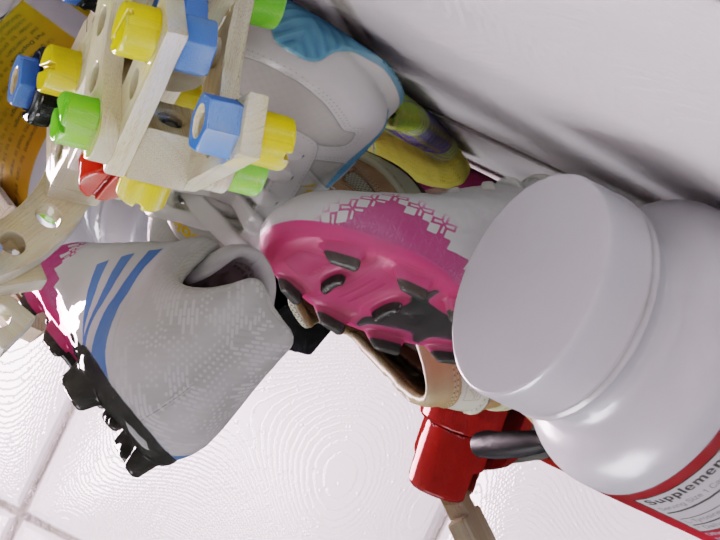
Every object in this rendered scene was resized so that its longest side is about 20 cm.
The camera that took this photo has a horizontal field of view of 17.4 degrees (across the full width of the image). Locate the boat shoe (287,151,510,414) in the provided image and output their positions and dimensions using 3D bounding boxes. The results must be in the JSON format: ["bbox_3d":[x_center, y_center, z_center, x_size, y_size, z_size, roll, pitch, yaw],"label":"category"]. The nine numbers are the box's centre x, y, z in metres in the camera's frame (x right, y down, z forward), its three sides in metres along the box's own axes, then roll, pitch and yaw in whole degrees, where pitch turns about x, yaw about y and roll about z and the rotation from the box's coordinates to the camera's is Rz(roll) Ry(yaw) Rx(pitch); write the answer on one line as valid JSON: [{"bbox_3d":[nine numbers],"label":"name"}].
[{"bbox_3d":[0.000,0.000,1.035,0.076,0.072,0.200,-11,-151,-30],"label":"boat shoe"}]

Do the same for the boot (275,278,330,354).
[{"bbox_3d":[-0.101,-0.050,1.202,0.164,0.066,0.200,14,-148,-29],"label":"boot"}]

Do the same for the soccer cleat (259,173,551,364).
[{"bbox_3d":[0.052,-0.006,0.942,0.199,0.087,0.070,19,152,-22],"label":"soccer cleat"}]

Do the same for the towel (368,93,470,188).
[{"bbox_3d":[-0.024,-0.082,1.056,0.143,0.023,0.200,27,179,10],"label":"towel"}]

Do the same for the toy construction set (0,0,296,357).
[{"bbox_3d":[-0.091,-0.045,0.824,0.092,0.132,0.200,22,137,-33],"label":"toy construction set"}]

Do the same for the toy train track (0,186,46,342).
[{"bbox_3d":[-0.215,-0.046,1.098,0.200,0.032,0.115,54,154,-1],"label":"toy train track"}]

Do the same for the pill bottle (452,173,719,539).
[{"bbox_3d":[0.136,0.043,0.871,0.199,0.113,0.112,26,178,-29],"label":"pill bottle"}]

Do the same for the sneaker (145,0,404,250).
[{"bbox_3d":[-0.040,-0.046,0.931,0.076,0.081,0.200,32,160,1],"label":"sneaker"}]

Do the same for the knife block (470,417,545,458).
[{"bbox_3d":[0.119,0.052,1.075,0.199,0.064,0.176,25,151,15],"label":"knife block"}]

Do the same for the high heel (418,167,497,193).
[{"bbox_3d":[0.065,-0.005,1.143,0.199,0.068,0.096,21,-171,-7],"label":"high heel"}]

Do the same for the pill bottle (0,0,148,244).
[{"bbox_3d":[-0.144,-0.075,1.107,0.200,0.110,0.109,36,-176,30],"label":"pill bottle"}]

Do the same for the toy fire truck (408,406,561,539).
[{"bbox_3d":[0.093,0.095,1.289,0.128,0.201,0.176,25,-167,31],"label":"toy fire truck"}]

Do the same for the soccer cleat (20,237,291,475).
[{"bbox_3d":[-0.074,0.020,0.906,0.070,0.086,0.200,55,175,-19],"label":"soccer cleat"}]

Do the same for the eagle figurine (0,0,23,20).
[{"bbox_3d":[-0.203,-0.101,0.964,0.152,0.151,0.200,45,-175,14],"label":"eagle figurine"}]
